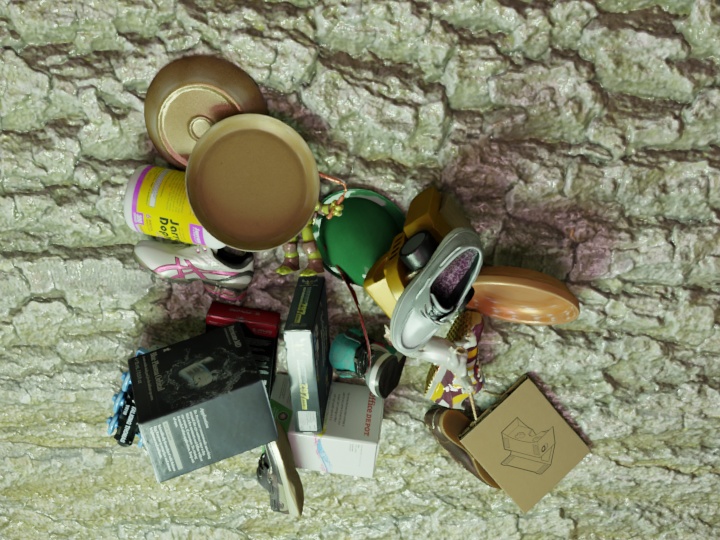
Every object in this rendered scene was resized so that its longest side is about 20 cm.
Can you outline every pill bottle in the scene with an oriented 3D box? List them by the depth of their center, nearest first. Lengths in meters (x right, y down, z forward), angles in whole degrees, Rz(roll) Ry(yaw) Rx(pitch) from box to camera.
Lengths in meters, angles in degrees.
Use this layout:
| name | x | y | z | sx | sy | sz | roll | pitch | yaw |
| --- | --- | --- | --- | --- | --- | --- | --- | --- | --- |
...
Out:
| name | x | y | z | sx | sy | sz | roll | pitch | yaw |
| --- | --- | --- | --- | --- | --- | --- | --- | --- | --- |
| pill bottle | -0.253 | -0.094 | 1.459 | 0.195 | 0.105 | 0.106 | 12 | 122 | 12 |

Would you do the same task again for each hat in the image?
| name | x | y | z | sx | sy | sz | roll | pitch | yaw |
| --- | --- | --- | --- | --- | --- | --- | --- | --- | --- |
| hat | 0.000 | 0.000 | 1.459 | 0.199 | 0.177 | 0.165 | 41 | 117 | -17 |

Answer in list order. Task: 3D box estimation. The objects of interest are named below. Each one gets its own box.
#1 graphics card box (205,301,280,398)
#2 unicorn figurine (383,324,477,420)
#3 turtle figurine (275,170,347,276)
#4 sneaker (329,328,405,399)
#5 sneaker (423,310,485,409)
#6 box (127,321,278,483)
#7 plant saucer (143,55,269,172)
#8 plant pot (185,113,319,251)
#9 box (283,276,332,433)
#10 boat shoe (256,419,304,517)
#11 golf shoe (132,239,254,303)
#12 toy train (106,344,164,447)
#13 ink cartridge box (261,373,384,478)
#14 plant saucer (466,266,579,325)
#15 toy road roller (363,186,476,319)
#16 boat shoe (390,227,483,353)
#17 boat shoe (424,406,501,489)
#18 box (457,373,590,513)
| name | x | y | z | sx | sy | sz | roll | pitch | yaw |
| --- | --- | --- | --- | --- | --- | --- | --- | --- | --- |
| graphics card box | -0.207 | 0.157 | 1.650 | 0.122 | 0.051 | 0.204 | 8 | 120 | 1 |
| unicorn figurine | 0.128 | 0.132 | 1.494 | 0.198 | 0.074 | 0.138 | 32 | 157 | 7 |
| turtle figurine | -0.105 | -0.078 | 1.488 | 0.195 | 0.064 | 0.165 | 3 | 104 | 20 |
| sneaker | 0.003 | 0.147 | 1.554 | 0.118 | 0.200 | 0.085 | 17 | 92 | 11 |
| sneaker | 0.177 | 0.150 | 1.592 | 0.088 | 0.076 | 0.202 | 21 | 130 | -6 |
| box | -0.251 | 0.201 | 1.504 | 0.196 | 0.197 | 0.120 | -18 | 119 | -11 |
| plant saucer | -0.235 | -0.219 | 1.441 | 0.195 | 0.036 | 0.204 | 3 | 121 | 5 |
| plant pot | -0.158 | -0.127 | 1.398 | 0.195 | 0.027 | 0.205 | 2 | 81 | -12 |
| box | -0.082 | 0.137 | 1.561 | 0.050 | 0.159 | 0.204 | 0 | 120 | 5 |
| boat shoe | -0.140 | 0.329 | 1.563 | 0.063 | 0.073 | 0.203 | -8 | 127 | 7 |
| golf shoe | -0.267 | -0.021 | 1.544 | 0.196 | 0.073 | 0.093 | 16 | 115 | -15 |
| toy train | -0.380 | 0.216 | 1.667 | 0.085 | 0.115 | 0.202 | 22 | 121 | -4 |
| ink cartridge box | -0.062 | 0.266 | 1.642 | 0.195 | 0.146 | 0.085 | 8 | 123 | 2 |
| plant saucer | 0.243 | 0.037 | 1.481 | 0.195 | 0.038 | 0.201 | 12 | 163 | 4 |
| toy road roller | 0.087 | -0.013 | 1.436 | 0.145 | 0.202 | 0.123 | -29 | 114 | 31 |
| boat shoe | 0.103 | 0.036 | 1.313 | 0.069 | 0.072 | 0.203 | 27 | 107 | -14 |
| boat shoe | 0.192 | 0.311 | 1.692 | 0.201 | 0.071 | 0.070 | 49 | 152 | -18 |
| box | 0.286 | 0.302 | 1.662 | 0.163 | 0.021 | 0.201 | -42 | 110 | 1 |
